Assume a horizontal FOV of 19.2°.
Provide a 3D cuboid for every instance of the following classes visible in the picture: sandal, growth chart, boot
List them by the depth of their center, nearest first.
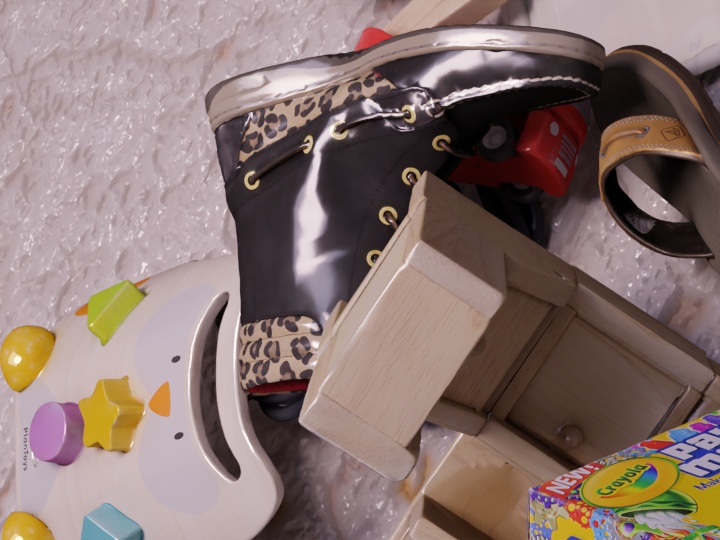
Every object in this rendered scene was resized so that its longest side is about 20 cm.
[{"bbox_3d":[0.136,-0.033,0.926,0.054,0.082,0.200,-20,39,-6],"label":"sandal"},{"bbox_3d":[0.020,-0.026,0.958,0.199,0.073,0.151,-7,78,26],"label":"boot"},{"bbox_3d":[0.146,-0.142,1.028,0.199,0.018,0.145,-19,61,37],"label":"growth chart"}]

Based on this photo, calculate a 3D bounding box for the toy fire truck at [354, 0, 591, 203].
[{"bbox_3d":[0.032,-0.115,1.062,0.199,0.049,0.142,9,68,31],"label":"toy fire truck"}]

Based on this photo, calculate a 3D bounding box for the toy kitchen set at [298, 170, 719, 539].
[{"bbox_3d":[0.063,0.093,0.842,0.164,0.199,0.180,-57,3,10],"label":"toy kitchen set"}]

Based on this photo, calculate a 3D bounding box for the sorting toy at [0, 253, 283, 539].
[{"bbox_3d":[-0.094,0.074,1.069,0.180,0.106,0.201,-26,62,49],"label":"sorting toy"}]

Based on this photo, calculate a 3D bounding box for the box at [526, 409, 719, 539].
[{"bbox_3d":[0.192,0.128,0.729,0.192,0.199,0.123,17,115,45],"label":"box"}]

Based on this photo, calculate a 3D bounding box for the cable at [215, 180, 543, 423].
[{"bbox_3d":[0.000,0.000,1.084,0.199,0.051,0.164,-4,71,43],"label":"cable"}]
